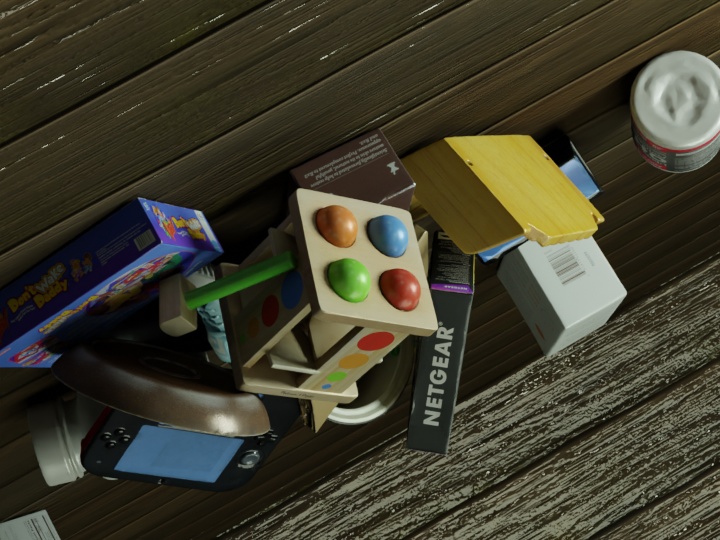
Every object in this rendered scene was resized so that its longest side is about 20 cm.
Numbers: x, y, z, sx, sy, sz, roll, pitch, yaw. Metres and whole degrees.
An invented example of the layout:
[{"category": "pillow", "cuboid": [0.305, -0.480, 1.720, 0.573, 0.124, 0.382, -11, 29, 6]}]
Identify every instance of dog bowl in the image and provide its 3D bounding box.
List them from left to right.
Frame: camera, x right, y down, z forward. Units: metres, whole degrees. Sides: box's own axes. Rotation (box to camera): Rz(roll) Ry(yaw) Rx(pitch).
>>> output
[{"category": "dog bowl", "cuboid": [-0.038, 0.071, 1.801, 0.200, 0.201, 0.074, -19, -178, -41]}]

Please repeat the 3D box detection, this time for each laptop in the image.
[{"category": "laptop", "cuboid": [0.193, -0.067, 1.941, 0.177, 0.104, 0.200, -33, -170, 10]}]

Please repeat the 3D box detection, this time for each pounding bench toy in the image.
[{"category": "pounding bench toy", "cuboid": [-0.057, 0.015, 1.433, 0.199, 0.125, 0.156, 10, 143, -35]}]

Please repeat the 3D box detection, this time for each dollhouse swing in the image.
[{"category": "dollhouse swing", "cuboid": [0.110, -0.046, 1.745, 0.176, 0.182, 0.200, -48, 162, 25]}]

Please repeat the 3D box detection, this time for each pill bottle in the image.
[{"category": "pill bottle", "cuboid": [-0.248, 0.161, 1.785, 0.199, 0.115, 0.114, -16, 167, -4]}, {"category": "pill bottle", "cuboid": [0.366, -0.174, 1.914, 0.110, 0.111, 0.200, -31, 167, 5]}]

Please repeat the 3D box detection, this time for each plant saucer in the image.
[{"category": "plant saucer", "cuboid": [-0.171, 0.098, 1.464, 0.200, 0.199, 0.032, 0, 108, -67]}]

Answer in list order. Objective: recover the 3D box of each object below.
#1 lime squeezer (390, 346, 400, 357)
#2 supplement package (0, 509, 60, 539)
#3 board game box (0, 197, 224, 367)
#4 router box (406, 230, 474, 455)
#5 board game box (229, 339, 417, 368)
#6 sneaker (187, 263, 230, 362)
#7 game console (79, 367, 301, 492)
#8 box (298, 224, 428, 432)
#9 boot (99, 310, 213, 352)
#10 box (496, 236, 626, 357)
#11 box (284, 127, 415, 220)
[{"category": "lime squeezer", "cuboid": [0.000, 0.000, 1.769, 0.038, 0.200, 0.071, 9, -127, 43]}, {"category": "supplement package", "cuboid": [-0.475, 0.463, 2.303, 0.156, 0.201, 0.111, -36, 166, 27]}, {"category": "board game box", "cuboid": [-0.232, 0.015, 1.437, 0.200, 0.045, 0.134, -33, 168, 13]}, {"category": "router box", "cuboid": [0.088, 0.078, 1.824, 0.051, 0.201, 0.149, 8, -154, 1]}, {"category": "board game box", "cuboid": [-0.053, 0.080, 1.902, 0.199, 0.135, 0.029, -23, 150, -29]}, {"category": "sneaker", "cuboid": [-0.123, 0.049, 1.601, 0.200, 0.074, 0.082, 26, 92, -46]}, {"category": "game console", "cuboid": [-0.170, 0.160, 1.694, 0.199, 0.031, 0.177, 12, 135, -32]}, {"category": "box", "cuboid": [0.004, 0.061, 1.668, 0.200, 0.021, 0.164, -53, 168, -14]}, {"category": "boot", "cuboid": [-0.186, 0.048, 1.658, 0.200, 0.066, 0.165, -8, 154, -49]}, {"category": "box", "cuboid": [0.288, 0.018, 2.406, 0.106, 0.153, 0.200, -29, 169, -8]}, {"category": "box", "cuboid": [-0.016, -0.045, 1.594, 0.100, 0.075, 0.200, -26, 163, -16]}]
